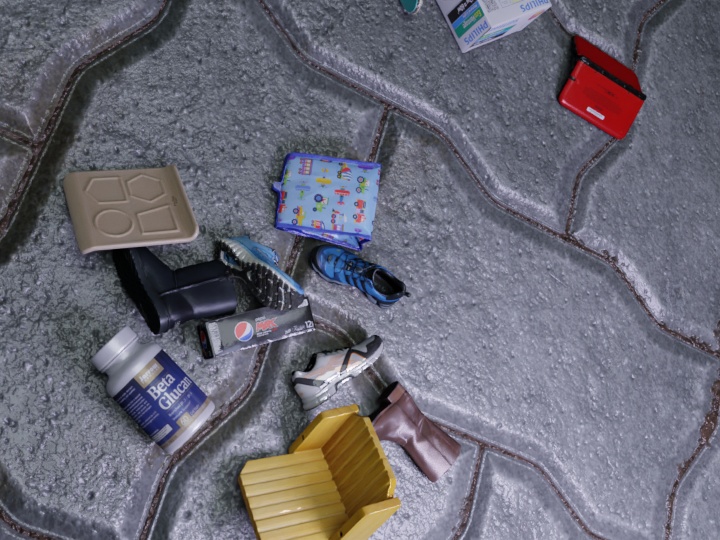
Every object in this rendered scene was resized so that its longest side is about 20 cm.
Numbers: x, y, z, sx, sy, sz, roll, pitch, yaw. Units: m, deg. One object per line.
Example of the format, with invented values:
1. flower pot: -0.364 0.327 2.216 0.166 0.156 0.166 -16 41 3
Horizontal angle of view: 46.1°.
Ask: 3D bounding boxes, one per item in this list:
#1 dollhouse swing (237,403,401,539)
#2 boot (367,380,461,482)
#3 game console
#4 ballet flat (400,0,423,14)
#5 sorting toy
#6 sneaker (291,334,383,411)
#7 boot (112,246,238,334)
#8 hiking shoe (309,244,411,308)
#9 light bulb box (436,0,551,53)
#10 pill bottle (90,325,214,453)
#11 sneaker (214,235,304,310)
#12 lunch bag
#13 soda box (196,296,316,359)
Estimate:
1. dollhouse swing: -0.075 0.346 1.399 0.174 0.182 0.202 11 40 -40
2. boot: 0.083 0.338 1.573 0.200 0.064 0.187 48 65 -11
3. game console: 0.563 -0.434 2.005 0.198 0.119 0.174 26 99 -16
4. ballet flat: 0.102 -0.652 1.824 0.063 0.075 0.203 -18 88 -42
5. sorting toy: -0.393 -0.104 1.445 0.197 0.037 0.187 -10 51 -23
6. sneaker: -0.040 0.169 1.549 0.199 0.074 0.081 -35 90 -28
7. boot: -0.319 0.009 1.465 0.167 0.077 0.201 -16 64 -42
8. hiking shoe: 0.000 0.000 1.601 0.198 0.087 0.075 26 68 -16
9. light bulb box: 0.280 -0.619 1.864 0.196 0.125 0.203 -26 89 -28
10. pill bottle: -0.343 0.191 1.384 0.200 0.111 0.111 47 64 -7
11. sneaker: -0.166 -0.009 1.501 0.199 0.079 0.089 37 43 24
12. lunch bag: -0.072 -0.139 1.612 0.196 0.094 0.153 11 75 -12
13. soda box: -0.184 0.102 1.500 0.197 0.071 0.065 -13 87 -26
